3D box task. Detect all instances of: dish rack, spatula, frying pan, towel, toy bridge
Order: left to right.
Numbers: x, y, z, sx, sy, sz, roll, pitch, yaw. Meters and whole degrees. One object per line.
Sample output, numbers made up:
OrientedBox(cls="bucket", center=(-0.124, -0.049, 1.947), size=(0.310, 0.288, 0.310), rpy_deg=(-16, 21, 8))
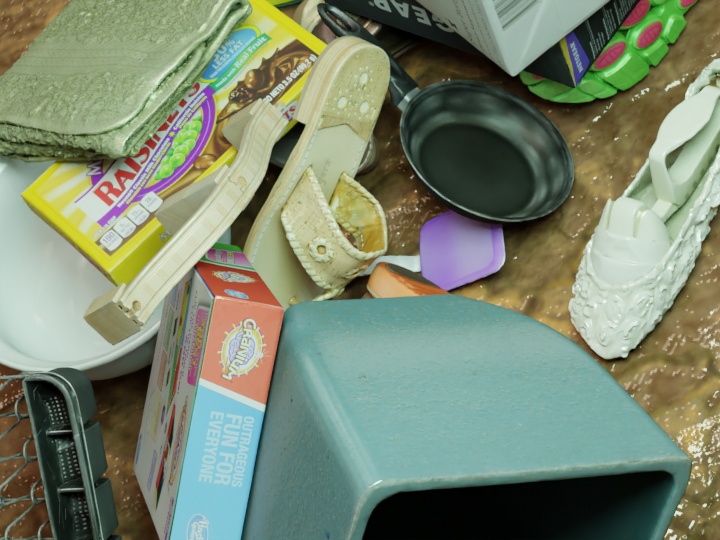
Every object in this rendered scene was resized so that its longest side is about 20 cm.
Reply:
OrientedBox(cls="dish rack", center=(-0.244, 0.136, 1.705), size=(0.200, 0.055, 0.153), rpy_deg=(-4, 102, 24))
OrientedBox(cls="towel", center=(-0.164, -0.128, 1.744), size=(0.200, 0.036, 0.148), rpy_deg=(5, 49, 52))
OrientedBox(cls="toy bridge", center=(-0.090, -0.039, 1.599), size=(0.067, 0.027, 0.200), rpy_deg=(-27, 22, 45))
OrientedBox(cls="spatula", center=(0.000, 0.000, 1.732), size=(0.200, 0.021, 0.057), rpy_deg=(-14, 60, 19))
OrientedBox(cls="frying pan", center=(0.042, -0.086, 1.698), size=(0.190, 0.031, 0.115), rpy_deg=(23, 46, -2))

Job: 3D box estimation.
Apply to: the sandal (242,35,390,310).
OrientedBox(cls="sandal", center=(-0.014, -0.032, 1.664), size=(0.070, 0.078, 0.212), rpy_deg=(29, 110, 40))

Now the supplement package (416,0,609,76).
OrientedBox(cls="supplement package", center=(0.059, -0.232, 1.611), size=(0.120, 0.121, 0.200), rpy_deg=(-39, 50, -11))

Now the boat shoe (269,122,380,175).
OrientedBox(cls="boat shoe", center=(-0.072, -0.106, 1.799), size=(0.200, 0.072, 0.076), rpy_deg=(31, 92, 29))

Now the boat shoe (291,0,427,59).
OrientedBox(cls="boat shoe", center=(0.053, -0.181, 1.768), size=(0.200, 0.072, 0.072), rpy_deg=(-30, 51, -12))

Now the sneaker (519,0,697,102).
OrientedBox(cls="sneaker", center=(0.166, -0.183, 1.733), size=(0.084, 0.077, 0.200), rpy_deg=(28, 67, 41))

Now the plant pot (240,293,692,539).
OrientedBox(cls="plant pot", center=(0.032, 0.118, 1.512), size=(0.196, 0.196, 0.200), rpy_deg=(-2, 39, -26))

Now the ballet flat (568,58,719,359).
OrientedBox(cls="ballet flat", center=(0.179, -0.044, 1.645), size=(0.072, 0.072, 0.200), rpy_deg=(24, 75, 34))

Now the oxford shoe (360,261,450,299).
OrientedBox(cls="oxford shoe", center=(0.066, 0.074, 1.641), size=(0.200, 0.071, 0.073), rpy_deg=(40, 106, 39))

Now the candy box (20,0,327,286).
OrientedBox(cls="candy box", center=(-0.111, -0.086, 1.720), size=(0.200, 0.026, 0.102), rpy_deg=(-44, 50, -9))

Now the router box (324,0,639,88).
OrientedBox(cls="router box", center=(0.089, -0.212, 1.699), size=(0.200, 0.052, 0.157), rpy_deg=(22, 65, 32))

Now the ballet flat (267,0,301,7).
OrientedBox(cls="ballet flat", center=(-0.018, -0.225, 1.842), size=(0.200, 0.067, 0.067), rpy_deg=(-7, 63, 23))

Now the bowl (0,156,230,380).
OrientedBox(cls="bowl", center=(-0.162, -0.006, 1.771), size=(0.201, 0.090, 0.201), rpy_deg=(-11, 58, 19))

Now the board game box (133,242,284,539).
OrientedBox(cls="board game box", center=(-0.091, 0.072, 1.587), size=(0.040, 0.200, 0.153), rpy_deg=(9, 99, -11))
